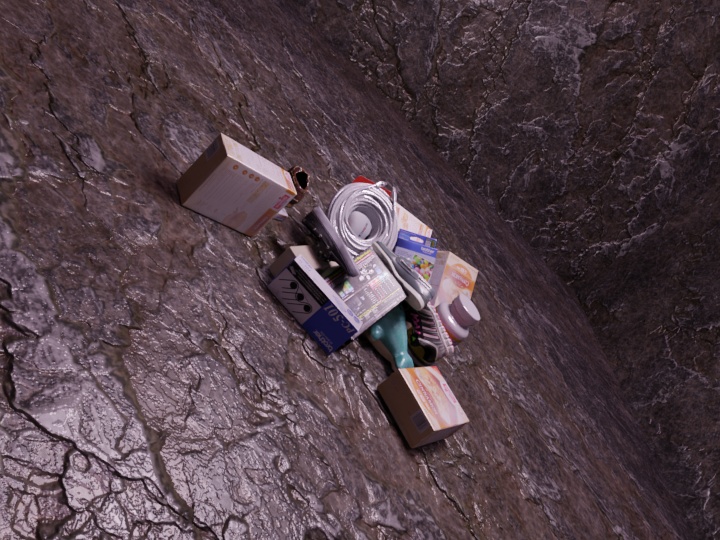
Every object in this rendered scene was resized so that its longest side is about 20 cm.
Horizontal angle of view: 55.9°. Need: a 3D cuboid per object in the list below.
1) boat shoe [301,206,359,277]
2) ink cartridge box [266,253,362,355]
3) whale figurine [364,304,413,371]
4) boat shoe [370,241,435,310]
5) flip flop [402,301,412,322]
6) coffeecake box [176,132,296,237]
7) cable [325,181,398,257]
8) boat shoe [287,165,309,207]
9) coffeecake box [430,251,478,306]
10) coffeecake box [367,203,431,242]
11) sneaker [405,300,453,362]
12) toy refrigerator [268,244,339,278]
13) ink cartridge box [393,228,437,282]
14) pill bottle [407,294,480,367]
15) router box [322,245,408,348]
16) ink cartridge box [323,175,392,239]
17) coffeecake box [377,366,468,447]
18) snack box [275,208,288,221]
[{"bbox_3d":[-0.072,-0.055,1.526,0.202,0.066,0.070,57,1,23],"label":"boat shoe"},{"bbox_3d":[-0.097,0.073,1.438,0.201,0.094,0.044,48,23,-6],"label":"ink cartridge box"},{"bbox_3d":[0.076,0.148,1.639,0.158,0.103,0.202,12,44,-57],"label":"whale figurine"},{"bbox_3d":[0.100,0.003,1.612,0.201,0.061,0.073,51,-23,19],"label":"boat shoe"},{"bbox_3d":[0.138,0.090,1.777,0.081,0.058,0.200,37,-16,2],"label":"flip flop"},{"bbox_3d":[-0.259,-0.173,1.432,0.199,0.153,0.074,26,32,-46],"label":"coffeecake box"},{"bbox_3d":[0.001,-0.116,1.681,0.196,0.069,0.205,-4,85,-26],"label":"cable"},{"bbox_3d":[-0.166,-0.237,1.824,0.070,0.070,0.201,40,23,-20],"label":"boat shoe"},{"bbox_3d":[0.245,0.067,1.951,0.152,0.072,0.204,27,75,-43],"label":"coffeecake box"},{"bbox_3d":[0.088,-0.127,1.989,0.199,0.152,0.074,32,68,-38],"label":"coffeecake box"},{"bbox_3d":[0.150,0.141,1.652,0.202,0.087,0.074,60,-14,-16],"label":"sneaker"},{"bbox_3d":[-0.117,-0.008,1.551,0.070,0.076,0.199,54,22,11],"label":"toy refrigerator"},{"bbox_3d":[0.139,-0.007,1.864,0.117,0.204,0.042,16,-11,-6],"label":"ink cartridge box"},{"bbox_3d":[0.210,0.154,1.759,0.111,0.199,0.112,40,23,-22],"label":"pill bottle"},{"bbox_3d":[-0.008,0.058,1.549,0.199,0.062,0.151,-34,84,-33],"label":"router box"},{"bbox_3d":[-0.014,-0.144,1.794,0.161,0.199,0.051,19,36,-50],"label":"ink cartridge box"},{"bbox_3d":[0.146,0.305,1.547,0.199,0.073,0.155,10,44,-59],"label":"coffeecake box"},{"bbox_3d":[-0.247,-0.213,1.687,0.071,0.024,0.202,12,44,-56],"label":"snack box"}]
